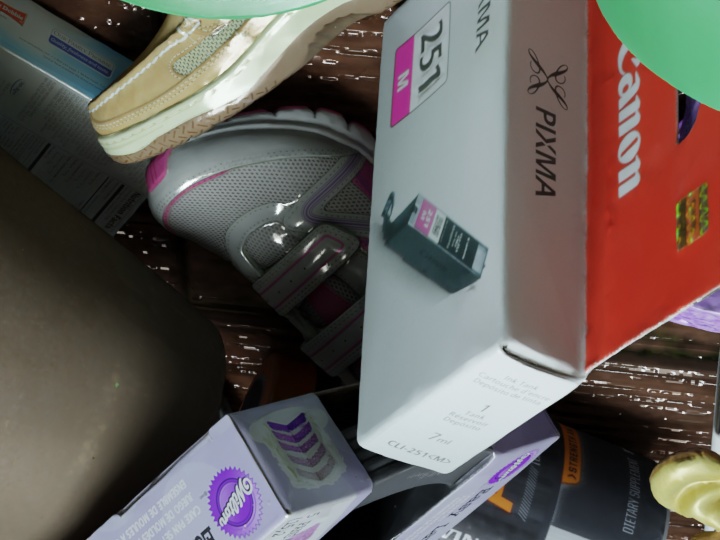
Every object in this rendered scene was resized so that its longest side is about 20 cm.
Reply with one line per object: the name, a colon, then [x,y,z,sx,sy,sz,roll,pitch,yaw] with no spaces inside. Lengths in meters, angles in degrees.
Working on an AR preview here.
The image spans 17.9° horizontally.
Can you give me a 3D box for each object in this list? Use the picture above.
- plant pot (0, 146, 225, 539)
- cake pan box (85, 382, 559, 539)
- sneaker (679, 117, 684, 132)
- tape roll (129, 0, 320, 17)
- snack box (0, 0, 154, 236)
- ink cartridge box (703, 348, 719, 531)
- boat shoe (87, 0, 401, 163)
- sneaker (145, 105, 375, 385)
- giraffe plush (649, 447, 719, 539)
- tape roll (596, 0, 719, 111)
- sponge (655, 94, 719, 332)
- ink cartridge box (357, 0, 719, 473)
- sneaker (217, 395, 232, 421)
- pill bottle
plant pot: [-0.154,0.037,0.931,0.174,0.200,0.200,25,136,-21]
cake pan box: [-0.036,0.110,0.922,0.200,0.184,0.052,-43,72,32]
sneaker: [0.151,-0.052,0.923,0.200,0.081,0.083,-26,113,23]
tape roll: [-0.052,-0.187,0.781,0.200,0.048,0.201,6,122,9]
snack box: [-0.170,-0.037,1.020,0.116,0.037,0.200,30,134,-17]
ink cartridge box: [0.233,0.115,1.059,0.144,0.084,0.200,4,137,8]
boat shoe: [-0.041,-0.118,0.892,0.200,0.072,0.076,-33,108,24]
sneaker: [0.000,0.000,0.970,0.200,0.088,0.081,21,137,-22]
giraffe plush: [0.214,0.082,0.892,0.162,0.200,0.173,-37,77,27]
tape roll: [0.171,-0.124,0.732,0.200,0.201,0.048,0,136,12]
sponge: [0.171,-0.065,0.802,0.111,0.200,0.030,13,163,-3]
ink cartridge box: [0.066,-0.049,0.820,0.043,0.200,0.174,20,144,-24]
sneaker: [-0.113,0.140,1.108,0.084,0.200,0.074,5,179,28]
pill bottle: [0.036,0.106,1.076,0.200,0.106,0.106,21,137,-11]
